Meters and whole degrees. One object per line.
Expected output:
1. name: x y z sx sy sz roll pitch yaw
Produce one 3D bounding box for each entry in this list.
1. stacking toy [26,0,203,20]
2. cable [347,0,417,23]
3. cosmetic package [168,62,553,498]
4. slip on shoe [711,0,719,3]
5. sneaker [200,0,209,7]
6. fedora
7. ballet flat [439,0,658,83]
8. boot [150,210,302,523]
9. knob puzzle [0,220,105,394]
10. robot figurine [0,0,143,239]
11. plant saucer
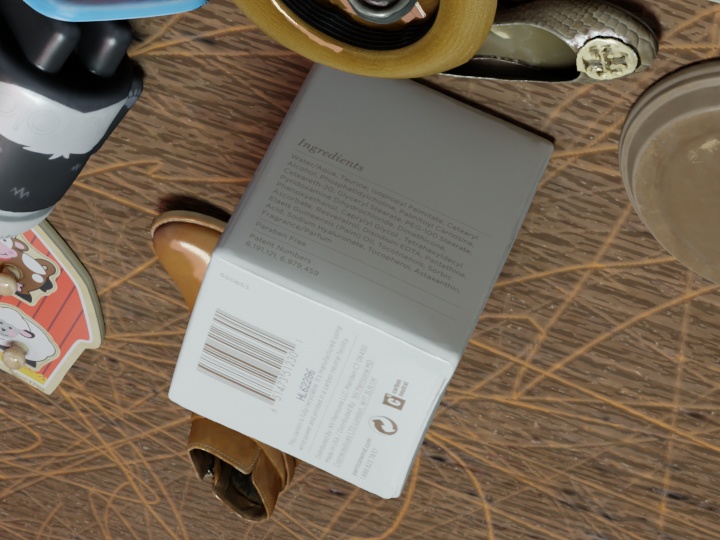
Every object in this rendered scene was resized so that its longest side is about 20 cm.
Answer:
1. stacking toy: -0.134 -0.246 1.407 0.116 0.110 0.200 44 131 38
2. cable: 0.019 -0.236 1.361 0.097 0.200 0.050 21 166 4
3. cosmetic package: 0.000 0.000 1.620 0.166 0.200 0.167 24 142 3
4. slip on shoe: 0.219 -0.178 1.416 0.200 0.074 0.061 17 107 19
5. sneaker: -0.162 -0.222 1.548 0.200 0.082 0.073 18 143 12
6. fedora: 0.001 -0.206 1.480 0.201 0.082 0.201 17 137 16
7. ballet flat: 0.083 -0.136 1.543 0.200 0.046 0.067 7 139 22
8. boot: -0.100 0.069 1.790 0.077 0.155 0.200 -10 130 37
9. knob puzzle: -0.286 0.011 1.927 0.220 0.030 0.220 15 140 13
10. robot figurine: -0.229 -0.112 1.661 0.150 0.125 0.200 29 125 -13
11. plant saucer: 0.254 -0.049 1.567 0.200 0.029 0.200 14 140 12
